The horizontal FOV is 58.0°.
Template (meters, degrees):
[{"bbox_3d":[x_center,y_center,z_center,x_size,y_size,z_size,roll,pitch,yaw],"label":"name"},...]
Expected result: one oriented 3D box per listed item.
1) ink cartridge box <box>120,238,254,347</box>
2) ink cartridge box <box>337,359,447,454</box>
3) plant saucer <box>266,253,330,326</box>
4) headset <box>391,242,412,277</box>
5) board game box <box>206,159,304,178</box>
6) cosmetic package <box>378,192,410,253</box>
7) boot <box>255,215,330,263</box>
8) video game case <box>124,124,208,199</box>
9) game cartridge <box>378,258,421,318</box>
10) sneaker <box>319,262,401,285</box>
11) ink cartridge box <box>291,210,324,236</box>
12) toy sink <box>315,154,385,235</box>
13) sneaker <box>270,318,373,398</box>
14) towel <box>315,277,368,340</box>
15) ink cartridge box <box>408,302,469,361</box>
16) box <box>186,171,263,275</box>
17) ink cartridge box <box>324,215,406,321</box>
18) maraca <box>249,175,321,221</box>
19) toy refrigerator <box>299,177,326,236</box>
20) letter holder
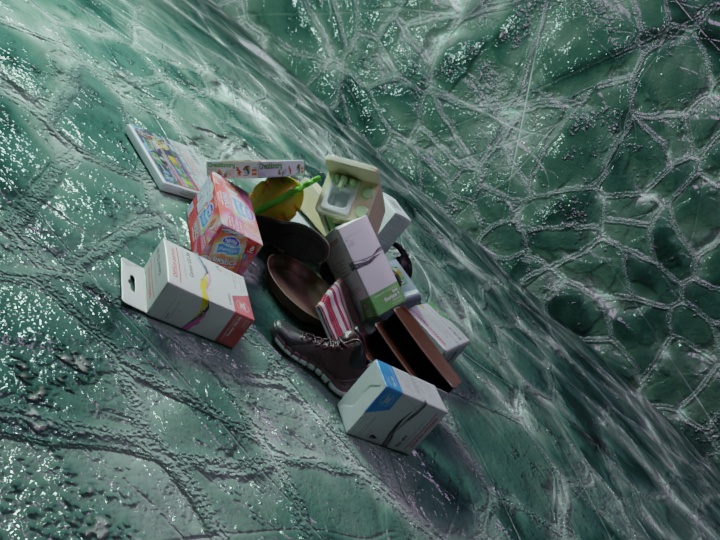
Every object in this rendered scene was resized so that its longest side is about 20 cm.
[{"bbox_3d":[-0.270,0.029,1.014,0.197,0.068,0.117,28,22,-36],"label":"ink cartridge box"},{"bbox_3d":[0.071,0.248,1.141,0.197,0.117,0.067,28,21,-35],"label":"ink cartridge box"},{"bbox_3d":[-0.120,0.047,1.342,0.199,0.035,0.201,39,17,-14],"label":"plant saucer"},{"bbox_3d":[0.083,0.015,1.701,0.093,0.123,0.202,5,47,-58],"label":"headset"},{"bbox_3d":[-0.216,-0.215,1.367,0.123,0.036,0.199,4,11,21],"label":"board game box"},{"bbox_3d":[0.032,-0.092,1.704,0.073,0.201,0.103,22,26,-42],"label":"cosmetic package"},{"bbox_3d":[-0.131,-0.059,1.408,0.195,0.075,0.150,16,-2,21],"label":"boot"},{"bbox_3d":[-0.397,-0.223,1.406,0.180,0.023,0.201,14,34,-56],"label":"video game case"},{"bbox_3d":[0.056,0.040,1.578,0.201,0.130,0.041,-122,-167,-59],"label":"game cartridge"},{"bbox_3d":[0.008,0.001,1.545,0.193,0.079,0.114,10,17,12],"label":"sneaker"},{"bbox_3d":[-0.136,-0.100,1.634,0.201,0.041,0.198,51,19,23],"label":"ink cartridge box"},{"bbox_3d":[-0.024,-0.151,1.488,0.127,0.115,0.201,16,-20,12],"label":"toy sink"},{"bbox_3d":[-0.057,0.125,1.156,0.198,0.116,0.076,39,18,-9],"label":"sneaker"},{"bbox_3d":[-0.033,0.105,1.305,0.147,0.022,0.200,66,15,-8],"label":"towel"},{"bbox_3d":[0.168,0.162,1.588,0.145,0.088,0.199,46,17,18],"label":"ink cartridge box"},{"bbox_3d":[-0.261,-0.084,1.237,0.093,0.103,0.202,28,21,-33],"label":"box"},{"bbox_3d":[0.000,0.000,1.406,0.205,0.083,0.146,65,-23,0],"label":"ink cartridge box"},{"bbox_3d":[-0.176,-0.164,1.463,0.109,0.196,0.137,61,26,-12],"label":"maraca"},{"bbox_3d":[-0.087,-0.136,1.646,0.201,0.070,0.076,49,13,14],"label":"toy refrigerator"},{"bbox_3d":[0.095,0.185,1.310,0.202,0.100,0.142,52,16,12],"label":"letter holder"}]
